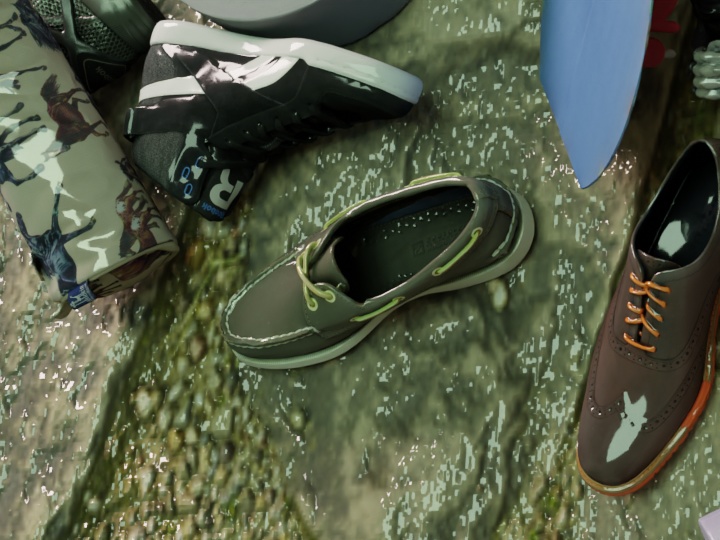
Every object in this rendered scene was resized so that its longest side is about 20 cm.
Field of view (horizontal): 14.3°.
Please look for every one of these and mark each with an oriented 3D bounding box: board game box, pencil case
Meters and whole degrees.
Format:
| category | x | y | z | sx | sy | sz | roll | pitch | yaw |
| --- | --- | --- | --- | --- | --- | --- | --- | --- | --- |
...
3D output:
| category | x | y | z | sx | sy | sz | roll | pitch | yaw |
| --- | --- | --- | --- | --- | --- | --- | --- | --- | --- |
| board game box | 0.144 | -0.141 | 1.559 | 0.200 | 0.039 | 0.159 | -104 | 22 | -55 |
| pencil case | -0.194 | -0.073 | 1.715 | 0.089 | 0.078 | 0.201 | -31 | 88 | 2 |

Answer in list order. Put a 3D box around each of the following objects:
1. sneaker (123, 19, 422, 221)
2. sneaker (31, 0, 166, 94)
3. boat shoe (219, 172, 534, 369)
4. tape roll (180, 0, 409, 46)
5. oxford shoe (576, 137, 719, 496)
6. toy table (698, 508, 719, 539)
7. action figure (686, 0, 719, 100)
| category | x | y | z | sx | sy | sz | roll | pitch | yaw |
| --- | --- | --- | --- | --- | --- | --- | --- | --- | --- |
| sneaker | -0.054 | -0.078 | 1.690 | 0.199 | 0.073 | 0.112 | 12 | 85 | 40 |
| sneaker | -0.215 | -0.181 | 1.802 | 0.114 | 0.076 | 0.200 | -41 | 65 | 5 |
| boat shoe | -0.001 | -0.003 | 1.637 | 0.201 | 0.060 | 0.072 | -24 | 65 | 22 |
| tape roll | -0.037 | -0.235 | 1.724 | 0.199 | 0.066 | 0.201 | -9 | 72 | 28 |
| oxford shoe | 0.156 | 0.022 | 1.534 | 0.071 | 0.072 | 0.201 | 18 | 85 | 31 |
| toy table | 0.178 | 0.230 | 1.414 | 0.117 | 0.184 | 0.200 | -27 | 54 | 1 |
| action figure | 0.229 | -0.139 | 1.525 | 0.200 | 0.102 | 0.119 | 28 | 102 | 31 |
